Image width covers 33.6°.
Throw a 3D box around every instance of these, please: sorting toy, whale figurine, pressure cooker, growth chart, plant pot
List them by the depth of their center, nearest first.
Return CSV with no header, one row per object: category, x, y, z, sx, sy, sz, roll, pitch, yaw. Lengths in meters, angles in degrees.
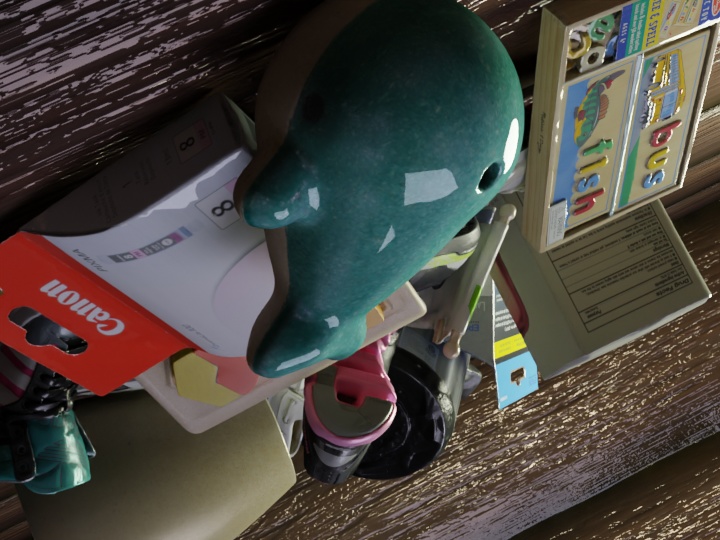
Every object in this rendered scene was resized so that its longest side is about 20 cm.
whale figurine,0.010,-0.031,0.565,0.159,0.104,0.201,-9,123,-53
sorting toy,-0.075,0.017,0.738,0.185,0.037,0.200,-28,133,10
plant pot,-0.161,0.168,0.967,0.199,0.188,0.187,-22,171,-13
growth chart,0.064,-0.010,0.972,0.145,0.018,0.200,-65,-161,-4
pressure cooker,0.027,0.091,1.216,0.178,0.176,0.200,-8,-147,20

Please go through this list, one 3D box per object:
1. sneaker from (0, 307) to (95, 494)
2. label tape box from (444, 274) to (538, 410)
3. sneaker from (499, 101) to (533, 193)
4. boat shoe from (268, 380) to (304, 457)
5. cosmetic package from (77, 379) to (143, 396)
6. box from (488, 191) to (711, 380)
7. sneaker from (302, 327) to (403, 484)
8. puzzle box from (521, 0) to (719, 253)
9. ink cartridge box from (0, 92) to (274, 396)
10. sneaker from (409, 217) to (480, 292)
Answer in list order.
sneaker,-0.206,0.084,0.797,0.200,0.121,0.084,-32,170,29
label tape box,0.124,0.026,1.167,0.063,0.201,0.144,0,-178,24
sneaker,0.137,-0.076,0.859,0.199,0.094,0.070,-32,-149,-16
boat shoe,-0.048,0.109,1.074,0.075,0.086,0.202,-50,169,-46
cosmetic package,-0.136,0.060,0.913,0.199,0.051,0.083,-9,175,8
box,0.177,-0.029,1.002,0.128,0.200,0.109,-23,170,-16
sneaker,-0.009,0.074,0.888,0.200,0.079,0.096,-74,178,-50
puzzle box,0.174,-0.109,0.792,0.133,0.025,0.200,-25,142,-18
ink cartridge box,-0.107,0.011,0.654,0.200,0.057,0.163,-35,142,9
sneaker,0.000,0.000,0.839,0.199,0.072,0.083,-7,139,-31
